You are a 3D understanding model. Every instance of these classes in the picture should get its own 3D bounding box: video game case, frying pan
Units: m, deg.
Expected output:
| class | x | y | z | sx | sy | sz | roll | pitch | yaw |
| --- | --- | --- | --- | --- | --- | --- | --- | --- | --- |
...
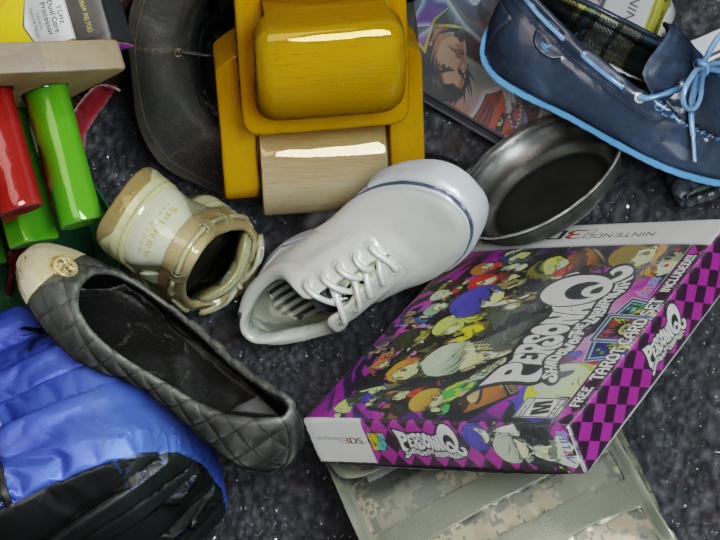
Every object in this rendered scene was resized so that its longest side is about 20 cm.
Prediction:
| class | x | y | z | sx | sy | sz | roll | pitch | yaw |
| --- | --- | --- | --- | --- | --- | --- | --- | --- | --- |
| video game case | 0.088 | -0.169 | 1.359 | 0.199 | 0.182 | 0.025 | 31 | 36 | 20 |
| video game case | 0.093 | 0.039 | 1.236 | 0.180 | 0.036 | 0.200 | -2 | 32 | 40 |
| frying pan | 0.077 | -0.045 | 1.335 | 0.189 | 0.031 | 0.115 | -15 | 34 | 33 |

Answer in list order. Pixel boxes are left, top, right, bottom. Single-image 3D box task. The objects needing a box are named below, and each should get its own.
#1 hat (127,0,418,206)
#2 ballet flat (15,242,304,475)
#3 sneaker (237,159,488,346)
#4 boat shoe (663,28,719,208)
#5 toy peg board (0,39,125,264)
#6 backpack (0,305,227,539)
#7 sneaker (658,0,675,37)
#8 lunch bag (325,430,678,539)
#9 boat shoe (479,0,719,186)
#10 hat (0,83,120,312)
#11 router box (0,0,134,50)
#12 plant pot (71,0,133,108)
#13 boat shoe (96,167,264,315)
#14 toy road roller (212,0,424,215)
| class | x | y | z | sx | sy | sz | roll | pitch | yaw |
| --- | --- | --- | --- | --- | --- | --- | --- | --- | --- |
| hat | -0.054 | -0.145 | 1.397 | 0.199 | 0.202 | 0.081 | -16 | 26 | 6 |
| ballet flat | -0.109 | 0.040 | 1.241 | 0.199 | 0.057 | 0.066 | 34 | 50 | 14 |
| sneaker | 0.000 | 0.000 | 1.308 | 0.073 | 0.200 | 0.071 | 43 | 51 | -13 |
| boat shoe | 0.263 | -0.113 | 1.348 | 0.199 | 0.071 | 0.091 | -27 | 69 | 9 |
| toy peg board | -0.255 | -0.048 | 1.245 | 0.199 | 0.199 | 0.099 | -21 | 83 | 38 |
| backpack | -0.190 | 0.108 | 1.315 | 0.199 | 0.163 | 0.169 | -21 | 65 | 5 |
| sneaker | 0.110 | -0.221 | 1.381 | 0.199 | 0.116 | 0.075 | 21 | 49 | 13 |
| lunch bag | 0.074 | 0.124 | 1.279 | 0.163 | 0.118 | 0.201 | -26 | 61 | 0 |
| boat shoe | 0.165 | -0.107 | 1.272 | 0.199 | 0.069 | 0.084 | 20 | 39 | 1 |
| hat | -0.243 | -0.033 | 1.363 | 0.165 | 0.176 | 0.201 | 29 | 79 | 18 |
| router box | -0.233 | -0.206 | 1.314 | 0.148 | 0.051 | 0.201 | -17 | 88 | 11 |
| plant pot | -0.199 | -0.223 | 1.421 | 0.200 | 0.200 | 0.198 | -43 | 75 | -5 |
| boat shoe | -0.093 | -0.007 | 1.313 | 0.063 | 0.201 | 0.073 | 34 | 85 | 16 |
| toy road roller | -0.023 | -0.111 | 1.287 | 0.122 | 0.201 | 0.146 | -4 | 28 | -3 |
